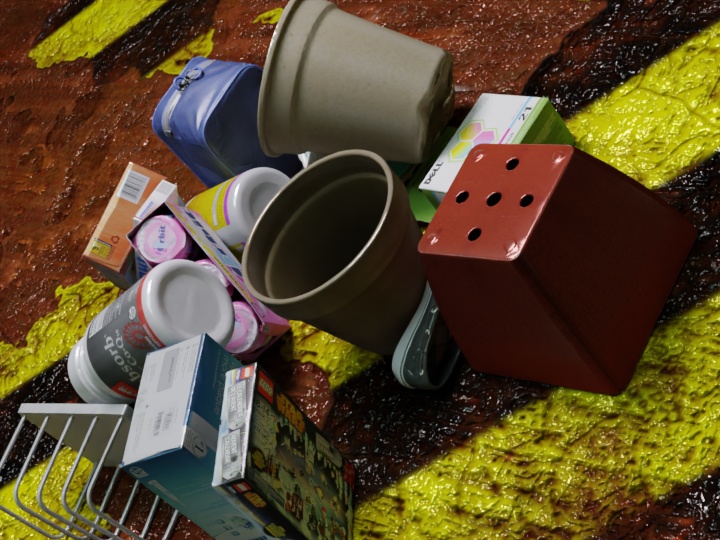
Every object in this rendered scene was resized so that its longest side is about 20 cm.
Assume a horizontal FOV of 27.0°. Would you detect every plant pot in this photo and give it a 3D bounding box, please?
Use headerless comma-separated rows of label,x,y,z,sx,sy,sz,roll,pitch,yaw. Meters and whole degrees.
plant pot,0.175,-0.018,1.477,0.200,0.176,0.200,6,61,48
plant pot,0.003,-0.208,1.726,0.183,0.201,0.201,14,61,12
plant pot,0.000,0.000,1.633,0.200,0.174,0.200,-26,40,24

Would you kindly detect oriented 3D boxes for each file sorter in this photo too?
file sorter,-0.309,0.241,1.739,0.200,0.139,0.125,-5,55,42

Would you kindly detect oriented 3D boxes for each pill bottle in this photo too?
pill bottle,-0.162,-0.058,1.889,0.200,0.104,0.104,-18,42,54
pill bottle,-0.237,0.078,1.673,0.200,0.116,0.116,-35,34,43

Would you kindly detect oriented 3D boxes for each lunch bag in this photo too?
lunch bag,-0.175,-0.185,1.956,0.132,0.200,0.136,13,62,46

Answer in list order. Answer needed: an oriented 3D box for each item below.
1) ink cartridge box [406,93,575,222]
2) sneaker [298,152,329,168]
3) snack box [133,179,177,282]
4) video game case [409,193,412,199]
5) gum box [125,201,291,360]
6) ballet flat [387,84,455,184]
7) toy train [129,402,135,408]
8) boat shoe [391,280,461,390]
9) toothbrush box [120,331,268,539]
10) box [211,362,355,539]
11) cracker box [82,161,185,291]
ink cartridge box,0.119,-0.125,1.705,0.200,0.076,0.148,13,61,46
sneaker,-0.034,-0.137,1.856,0.080,0.070,0.200,-50,20,26
snack box,-0.255,-0.022,1.881,0.024,0.200,0.072,23,53,11
video game case,-0.036,-0.029,1.826,0.200,0.018,0.143,-1,55,44
gum box,-0.173,0.018,1.762,0.066,0.113,0.200,-42,78,7
ballet flat,0.056,-0.146,1.812,0.070,0.065,0.200,31,77,29
toy train,-0.252,0.105,1.835,0.087,0.114,0.200,17,74,6
boat shoe,0.100,0.036,1.583,0.057,0.069,0.200,16,81,53
toothbrush box,-0.144,0.185,1.576,0.085,0.200,0.147,-19,43,28
box,-0.071,0.203,1.486,0.040,0.200,0.137,-19,44,22
cracker box,-0.284,-0.046,1.933,0.058,0.200,0.134,24,80,8
